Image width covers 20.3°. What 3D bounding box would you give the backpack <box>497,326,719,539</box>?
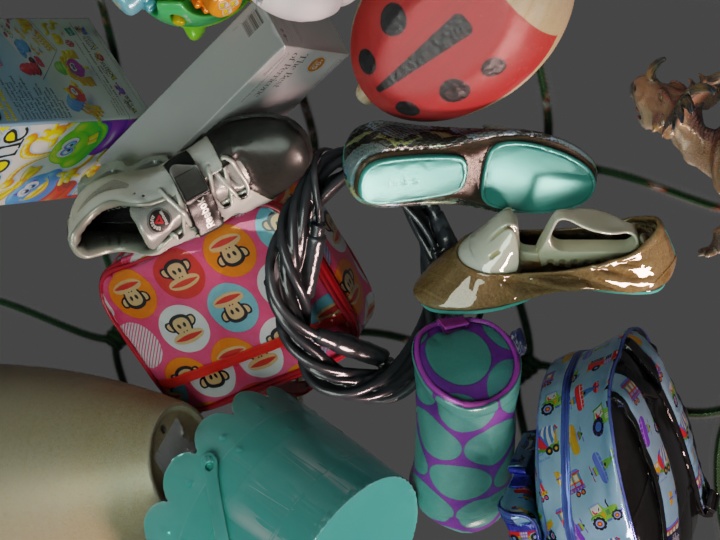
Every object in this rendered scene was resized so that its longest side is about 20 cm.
[{"bbox_3d":[0.181,0.152,1.520,0.133,0.183,0.201,-6,118,23],"label":"backpack"}]

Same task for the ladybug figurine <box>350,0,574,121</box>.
[{"bbox_3d":[0.067,-0.178,1.462,0.136,0.072,0.200,45,120,-7],"label":"ladybug figurine"}]

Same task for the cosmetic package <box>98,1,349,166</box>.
[{"bbox_3d":[-0.105,-0.123,1.535,0.200,0.082,0.051,-41,69,30],"label":"cosmetic package"}]

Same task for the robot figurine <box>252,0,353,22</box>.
[{"bbox_3d":[-0.016,-0.247,1.387,0.169,0.199,0.114,26,146,49],"label":"robot figurine"}]

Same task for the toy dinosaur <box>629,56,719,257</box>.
[{"bbox_3d":[0.292,-0.094,1.426,0.198,0.086,0.137,-9,105,16],"label":"toy dinosaur"}]

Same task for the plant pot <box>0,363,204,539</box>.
[{"bbox_3d":[-0.225,0.162,1.642,0.199,0.187,0.189,-7,113,31],"label":"plant pot"}]

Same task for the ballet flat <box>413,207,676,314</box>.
[{"bbox_3d":[0.137,-0.014,1.497,0.198,0.068,0.073,-3,132,3],"label":"ballet flat"}]

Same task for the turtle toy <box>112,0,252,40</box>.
[{"bbox_3d":[-0.135,-0.263,1.471,0.144,0.101,0.202,2,116,17],"label":"turtle toy"}]

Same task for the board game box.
[{"bbox_3d":[-0.274,-0.118,1.518,0.103,0.199,0.105,-44,71,30],"label":"board game box"}]

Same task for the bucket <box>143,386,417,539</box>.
[{"bbox_3d":[-0.060,0.208,1.582,0.134,0.206,0.209,30,124,29],"label":"bucket"}]

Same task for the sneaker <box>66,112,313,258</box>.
[{"bbox_3d":[-0.127,-0.051,1.482,0.199,0.089,0.074,-20,117,20],"label":"sneaker"}]

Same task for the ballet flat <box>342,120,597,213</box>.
[{"bbox_3d":[0.079,-0.084,1.498,0.198,0.074,0.075,3,122,-21],"label":"ballet flat"}]

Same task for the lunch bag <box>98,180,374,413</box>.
[{"bbox_3d":[-0.093,0.029,1.618,0.199,0.082,0.177,-22,111,26],"label":"lunch bag"}]

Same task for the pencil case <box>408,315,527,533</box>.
[{"bbox_3d":[0.080,0.118,1.545,0.084,0.093,0.201,-3,143,-3],"label":"pencil case"}]

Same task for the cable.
[{"bbox_3d":[0.000,0.000,1.537,0.163,0.051,0.201,-33,111,-12],"label":"cable"}]
